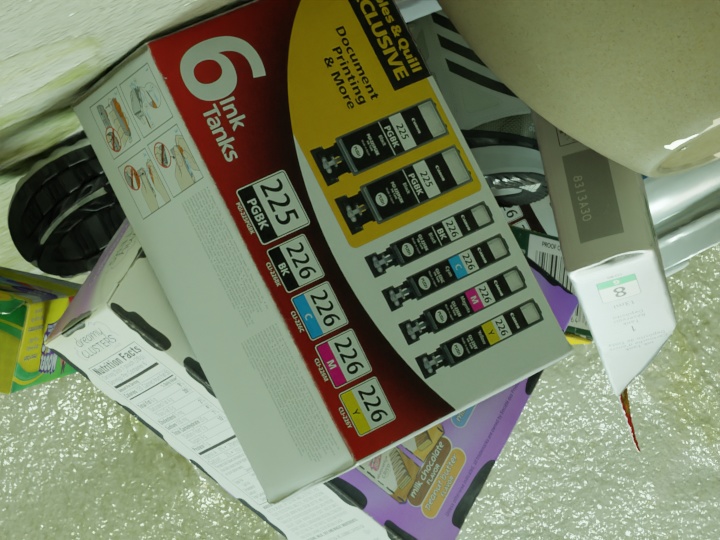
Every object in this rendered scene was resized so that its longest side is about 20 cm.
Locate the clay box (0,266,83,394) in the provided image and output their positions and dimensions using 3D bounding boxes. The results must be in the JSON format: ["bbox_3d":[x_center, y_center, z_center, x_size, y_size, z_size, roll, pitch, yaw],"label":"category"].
[{"bbox_3d":[-0.197,0.021,1.354,0.115,0.048,0.200,12,-176,6],"label":"clay box"}]

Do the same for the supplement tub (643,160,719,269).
[{"bbox_3d":[0.183,-0.108,1.860,0.144,0.200,0.145,-27,178,-1],"label":"supplement tub"}]

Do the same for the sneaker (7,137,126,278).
[{"bbox_3d":[-0.085,-0.059,1.470,0.200,0.074,0.079,-21,-172,-5],"label":"sneaker"}]

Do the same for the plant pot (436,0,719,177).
[{"bbox_3d":[0.141,-0.121,1.294,0.200,0.135,0.200,-23,169,-4],"label":"plant pot"}]

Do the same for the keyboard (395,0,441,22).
[{"bbox_3d":[-0.015,-0.115,1.405,0.200,0.011,0.056,-21,173,-4],"label":"keyboard"}]

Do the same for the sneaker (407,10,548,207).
[{"bbox_3d":[0.020,-0.088,1.577,0.200,0.116,0.076,-6,166,36],"label":"sneaker"}]

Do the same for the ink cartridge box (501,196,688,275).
[{"bbox_3d":[0.126,-0.068,1.963,0.175,0.200,0.084,-26,178,-29],"label":"ink cartridge box"}]

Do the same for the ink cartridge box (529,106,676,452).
[{"bbox_3d":[0.126,-0.023,1.448,0.050,0.161,0.200,-16,148,9],"label":"ink cartridge box"}]

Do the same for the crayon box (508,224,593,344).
[{"bbox_3d":[0.000,0.000,1.574,0.200,0.058,0.172,13,170,-44],"label":"crayon box"}]

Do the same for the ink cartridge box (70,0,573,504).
[{"bbox_3d":[-0.001,-0.027,1.292,0.175,0.200,0.084,-26,178,-35],"label":"ink cartridge box"}]

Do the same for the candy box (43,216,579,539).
[{"bbox_3d":[-0.020,0.024,1.359,0.072,0.200,0.168,-30,-156,55],"label":"candy box"}]
